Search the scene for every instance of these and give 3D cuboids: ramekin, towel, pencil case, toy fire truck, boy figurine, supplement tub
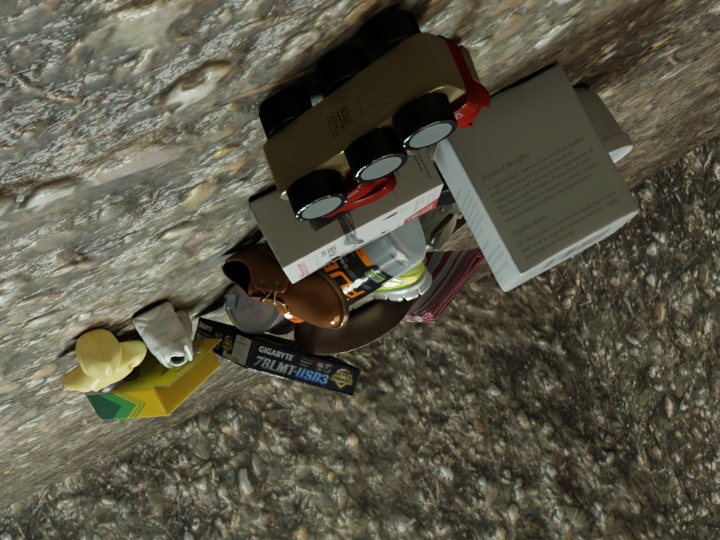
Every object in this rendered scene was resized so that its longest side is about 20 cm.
[{"bbox_3d":[0.272,-0.170,1.454,0.198,0.106,0.200,-27,174,-3],"label":"ramekin"},{"bbox_3d":[0.096,0.020,1.595,0.144,0.023,0.199,-49,-159,-22],"label":"towel"},{"bbox_3d":[-0.144,0.057,1.586,0.089,0.085,0.200,-8,175,9],"label":"pencil case"},{"bbox_3d":[0.032,-0.131,0.873,0.175,0.131,0.199,-31,162,30],"label":"toy fire truck"},{"bbox_3d":[-0.347,0.125,1.386,0.123,0.065,0.200,-26,172,-9],"label":"boy figurine"},{"bbox_3d":[-0.024,-0.020,1.335,0.198,0.124,0.122,-31,172,25],"label":"supplement tub"}]

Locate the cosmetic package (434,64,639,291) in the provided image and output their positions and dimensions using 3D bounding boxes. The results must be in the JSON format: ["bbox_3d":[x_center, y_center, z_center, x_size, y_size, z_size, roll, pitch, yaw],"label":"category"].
[{"bbox_3d":[0.207,-0.107,1.266,0.163,0.202,0.165,-27,172,-3],"label":"cosmetic package"}]

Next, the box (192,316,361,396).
[{"bbox_3d":[-0.131,0.130,1.592,0.198,0.051,0.198,18,180,-33],"label":"box"}]

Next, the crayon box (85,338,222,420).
[{"bbox_3d":[-0.294,0.160,1.515,0.198,0.051,0.127,-11,-157,42],"label":"crayon box"}]

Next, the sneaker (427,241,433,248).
[{"bbox_3d":[0.028,-0.028,1.719,0.199,0.076,0.081,-39,162,18],"label":"sneaker"}]

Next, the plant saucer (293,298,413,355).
[{"bbox_3d":[-0.016,0.050,1.566,0.197,0.037,0.202,-18,-150,11],"label":"plant saucer"}]

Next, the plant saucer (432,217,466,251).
[{"bbox_3d":[0.191,-0.108,1.746,0.199,0.035,0.200,-40,179,-1],"label":"plant saucer"}]

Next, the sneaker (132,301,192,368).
[{"bbox_3d":[-0.266,0.099,1.440,0.070,0.081,0.200,-28,174,-3],"label":"sneaker"}]

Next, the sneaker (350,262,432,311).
[{"bbox_3d":[0.000,0.000,1.500,0.196,0.091,0.079,-13,-144,11],"label":"sneaker"}]

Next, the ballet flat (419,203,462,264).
[{"bbox_3d":[0.093,-0.049,1.614,0.200,0.072,0.071,-49,164,25],"label":"ballet flat"}]

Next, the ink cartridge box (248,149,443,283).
[{"bbox_3d":[-0.014,-0.072,1.159,0.198,0.084,0.147,-28,174,-2],"label":"ink cartridge box"}]

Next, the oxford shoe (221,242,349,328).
[{"bbox_3d":[-0.094,0.026,1.251,0.071,0.073,0.198,-16,-151,-43],"label":"oxford shoe"}]

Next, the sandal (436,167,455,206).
[{"bbox_3d":[0.079,-0.112,1.436,0.196,0.046,0.075,-12,166,-4],"label":"sandal"}]
